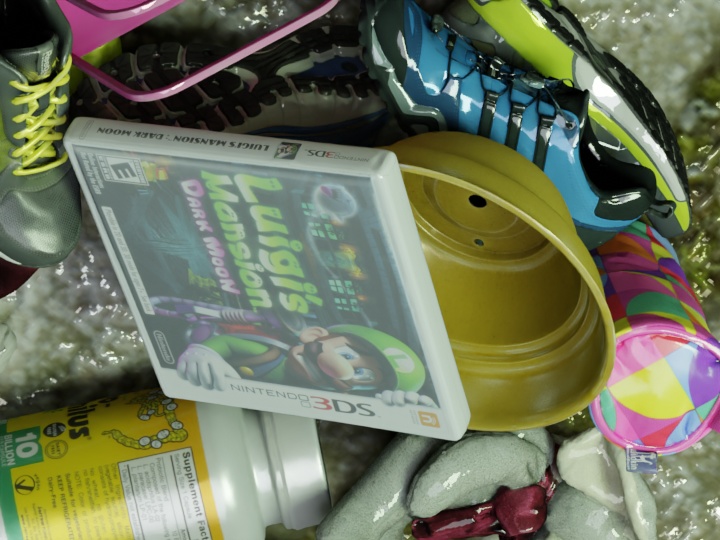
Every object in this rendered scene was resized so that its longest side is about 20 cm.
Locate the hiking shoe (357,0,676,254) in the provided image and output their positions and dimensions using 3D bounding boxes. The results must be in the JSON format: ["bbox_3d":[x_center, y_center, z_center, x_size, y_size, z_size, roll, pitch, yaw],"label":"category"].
[{"bbox_3d":[0.080,-0.089,1.522,0.087,0.075,0.200,-30,119,26],"label":"hiking shoe"}]

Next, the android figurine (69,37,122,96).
[{"bbox_3d":[-0.205,-0.103,1.512,0.182,0.041,0.201,-18,107,-36],"label":"android figurine"}]

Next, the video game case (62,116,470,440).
[{"bbox_3d":[-0.046,0.006,1.474,0.181,0.023,0.200,7,138,24],"label":"video game case"}]

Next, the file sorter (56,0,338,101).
[{"bbox_3d":[-0.110,-0.207,1.440,0.139,0.125,0.200,-30,121,-20],"label":"file sorter"}]

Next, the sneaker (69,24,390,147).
[{"bbox_3d":[-0.069,-0.073,1.553,0.199,0.079,0.089,-7,136,-24],"label":"sneaker"}]

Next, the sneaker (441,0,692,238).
[{"bbox_3d":[0.113,-0.088,1.597,0.081,0.074,0.200,-38,109,20],"label":"sneaker"}]

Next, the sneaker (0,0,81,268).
[{"bbox_3d":[-0.182,-0.090,1.450,0.074,0.085,0.201,-31,115,-32],"label":"sneaker"}]

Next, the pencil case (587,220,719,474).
[{"bbox_3d":[0.155,0.037,1.586,0.088,0.200,0.089,-1,111,-4],"label":"pencil case"}]

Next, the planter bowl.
[{"bbox_3d":[0.050,-0.012,1.484,0.200,0.084,0.201,16,142,13],"label":"planter bowl"}]

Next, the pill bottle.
[{"bbox_3d":[-0.120,0.125,1.649,0.199,0.113,0.113,-12,119,0],"label":"pill bottle"}]

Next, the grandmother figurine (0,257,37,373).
[{"bbox_3d":[-0.231,-0.020,1.593,0.121,0.061,0.201,6,124,21],"label":"grandmother figurine"}]

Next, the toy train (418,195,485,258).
[{"bbox_3d":[0.000,0.000,1.588,0.199,0.085,0.114,-11,138,-19],"label":"toy train"}]

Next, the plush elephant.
[{"bbox_3d":[0.092,0.136,1.651,0.155,0.165,0.200,38,86,9],"label":"plush elephant"}]
